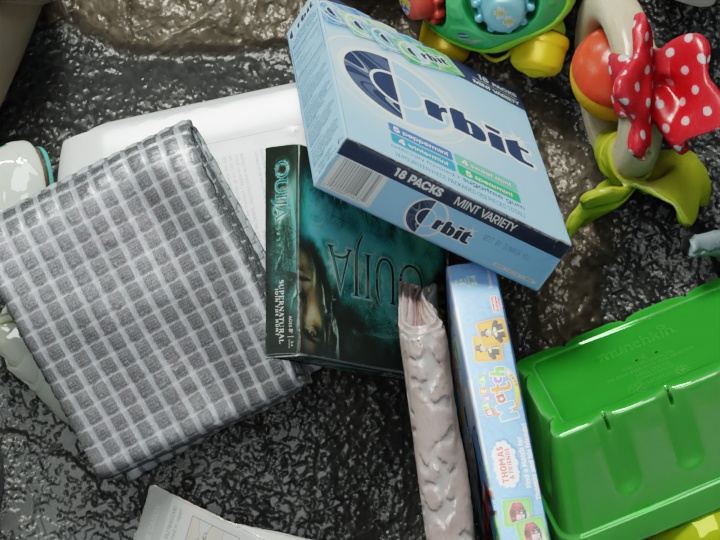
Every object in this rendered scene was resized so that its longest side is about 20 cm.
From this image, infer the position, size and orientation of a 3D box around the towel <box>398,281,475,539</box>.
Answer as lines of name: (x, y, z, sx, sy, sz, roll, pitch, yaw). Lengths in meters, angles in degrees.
towel: (0.051, 0.115, 1.521, 0.032, 0.191, 0.201, -8, 100, 2)

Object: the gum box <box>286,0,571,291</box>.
gum box: (0.041, -0.088, 1.572, 0.170, 0.200, 0.045, 24, 118, -22)

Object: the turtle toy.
turtle toy: (0.067, -0.216, 1.649, 0.199, 0.101, 0.146, 10, 88, 31)

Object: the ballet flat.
ballet flat: (-0.230, 0.014, 1.632, 0.069, 0.069, 0.201, -10, 96, -1)

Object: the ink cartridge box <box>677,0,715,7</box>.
ink cartridge box: (0.226, -0.299, 1.589, 0.086, 0.147, 0.201, 16, 64, -2)

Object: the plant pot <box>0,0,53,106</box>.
plant pot: (-0.312, -0.152, 1.629, 0.199, 0.200, 0.174, 12, 99, 3)

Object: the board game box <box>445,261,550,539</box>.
board game box: (0.089, 0.116, 1.558, 0.036, 0.151, 0.201, -8, 63, -1)

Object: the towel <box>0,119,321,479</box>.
towel: (-0.137, 0.024, 1.568, 0.165, 0.086, 0.200, -27, 97, 2)

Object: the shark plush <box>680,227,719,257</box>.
shark plush: (0.303, -0.029, 1.610, 0.199, 0.083, 0.091, 12, 75, -23)

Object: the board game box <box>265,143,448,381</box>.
board game box: (0.000, 0.000, 1.587, 0.028, 0.200, 0.136, -5, 81, 29)

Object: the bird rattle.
bird rattle: (0.172, -0.115, 1.607, 0.112, 0.200, 0.163, -16, 57, -3)

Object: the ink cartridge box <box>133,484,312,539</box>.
ink cartridge box: (-0.069, 0.248, 1.602, 0.200, 0.050, 0.161, 24, 105, 22)

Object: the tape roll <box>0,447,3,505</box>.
tape roll: (-0.346, 0.134, 1.596, 0.202, 0.139, 0.203, 0, 82, 1)

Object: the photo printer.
photo printer: (-0.105, -0.032, 1.652, 0.199, 0.069, 0.167, -13, 83, 0)

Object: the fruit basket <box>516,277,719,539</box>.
fruit basket: (0.214, 0.135, 1.606, 0.215, 0.156, 0.216, -7, 123, -12)
